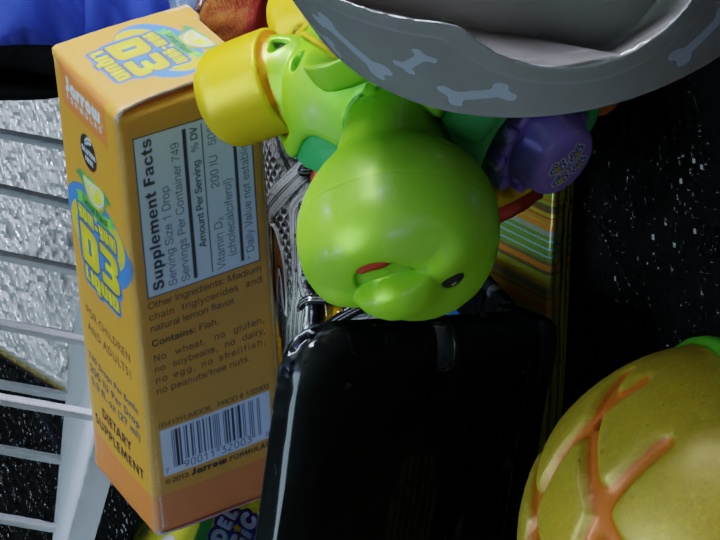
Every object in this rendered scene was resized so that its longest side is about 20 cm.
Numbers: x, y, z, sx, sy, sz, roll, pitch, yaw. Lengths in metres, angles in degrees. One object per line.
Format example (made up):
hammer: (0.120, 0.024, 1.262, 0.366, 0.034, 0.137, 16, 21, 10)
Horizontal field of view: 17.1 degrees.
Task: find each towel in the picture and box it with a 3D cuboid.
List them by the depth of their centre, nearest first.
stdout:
towel: (0.056, 0.028, 0.954, 0.086, 0.018, 0.202, 29, 124, 55)

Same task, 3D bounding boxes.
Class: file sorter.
file sorter: (-0.179, 0.040, 1.147, 0.201, 0.124, 0.139, -92, 17, -49)

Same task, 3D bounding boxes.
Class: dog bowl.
dog bowl: (0.057, -0.132, 0.752, 0.200, 0.199, 0.059, 48, 166, 39)

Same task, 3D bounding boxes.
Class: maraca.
maraca: (0.102, 0.094, 0.821, 0.200, 0.106, 0.138, 144, 137, -74)

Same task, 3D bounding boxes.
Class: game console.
game console: (-0.002, 0.102, 0.875, 0.116, 0.175, 0.202, 19, 106, 46)

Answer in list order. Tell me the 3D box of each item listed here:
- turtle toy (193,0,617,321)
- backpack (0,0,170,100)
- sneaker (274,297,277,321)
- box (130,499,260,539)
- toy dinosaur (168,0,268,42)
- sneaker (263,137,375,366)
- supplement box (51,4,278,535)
turtle toy: (0.025, -0.056, 0.832, 0.145, 0.200, 0.102, -17, 109, 27)
backpack: (-0.175, -0.157, 1.085, 0.162, 0.199, 0.169, -6, 94, 58)
sneaker: (-0.065, 0.014, 1.101, 0.200, 0.075, 0.093, 124, 143, -48)
box: (-0.080, 0.153, 1.068, 0.117, 0.048, 0.201, -47, 16, 45)
toy dinosaur: (-0.061, -0.124, 0.962, 0.200, 0.104, 0.183, 147, 129, -74)
sneaker: (0.000, 0.000, 0.962, 0.082, 0.077, 0.202, -120, 22, -67)
supplement box: (-0.075, 0.002, 0.948, 0.067, 0.068, 0.201, 41, 140, 48)
